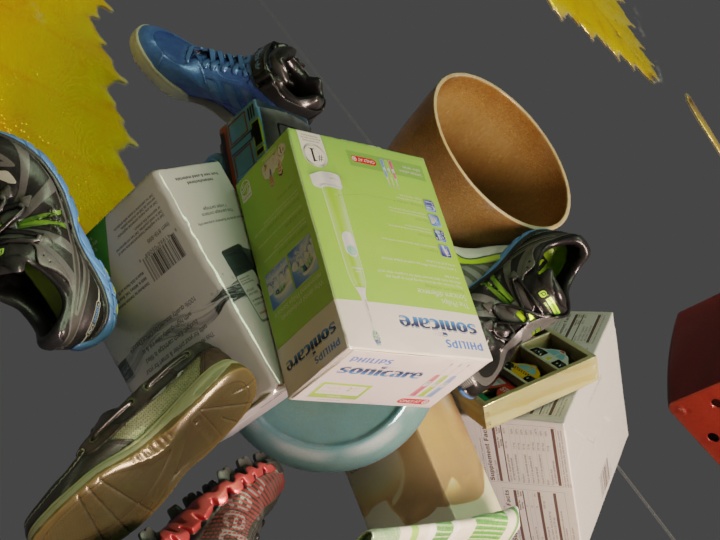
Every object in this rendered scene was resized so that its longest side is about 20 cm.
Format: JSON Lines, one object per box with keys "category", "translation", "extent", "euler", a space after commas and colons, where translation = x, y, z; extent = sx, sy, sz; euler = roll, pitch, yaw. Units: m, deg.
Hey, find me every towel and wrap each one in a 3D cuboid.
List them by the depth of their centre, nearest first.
{"category": "towel", "translation": [0.037, 0.254, 1.026], "extent": [0.200, 0.153, 0.023], "euler": [5, 37, -46]}

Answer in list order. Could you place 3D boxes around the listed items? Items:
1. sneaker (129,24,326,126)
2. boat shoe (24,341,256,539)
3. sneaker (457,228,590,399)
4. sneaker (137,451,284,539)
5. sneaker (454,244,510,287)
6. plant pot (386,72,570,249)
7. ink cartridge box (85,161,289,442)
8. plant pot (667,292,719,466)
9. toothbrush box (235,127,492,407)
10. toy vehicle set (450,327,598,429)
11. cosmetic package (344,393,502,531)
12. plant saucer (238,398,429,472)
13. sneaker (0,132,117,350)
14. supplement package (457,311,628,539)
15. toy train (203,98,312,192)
{"category": "sneaker", "translation": [-0.125, -0.205, 1.257], "extent": [0.200, 0.111, 0.077], "euler": [36, 40, -21]}
{"category": "boat shoe", "translation": [-0.168, 0.131, 0.923], "extent": [0.066, 0.201, 0.072], "euler": [36, -18, 40]}
{"category": "sneaker", "translation": [0.140, 0.031, 1.130], "extent": [0.071, 0.083, 0.200], "euler": [52, 61, -19]}
{"category": "sneaker", "translation": [-0.112, 0.216, 0.954], "extent": [0.098, 0.071, 0.200], "euler": [50, 38, 3]}
{"category": "sneaker", "translation": [0.106, 0.022, 1.201], "extent": [0.200, 0.074, 0.081], "euler": [5, 55, -22]}
{"category": "plant pot", "translation": [0.079, -0.071, 1.291], "extent": [0.186, 0.200, 0.186], "euler": [28, 43, -30]}
{"category": "ink cartridge box", "translation": [-0.135, 0.034, 1.020], "extent": [0.083, 0.147, 0.200], "euler": [-16, 74, -54]}
{"category": "plant pot", "translation": [0.507, 0.145, 1.596], "extent": [0.200, 0.200, 0.176], "euler": [47, 50, -7]}
{"category": "toothbrush box", "translation": [0.000, 0.000, 0.994], "extent": [0.146, 0.086, 0.200], "euler": [7, 53, -39]}
{"category": "toy vehicle set", "translation": [0.119, 0.079, 1.207], "extent": [0.124, 0.200, 0.027], "euler": [-21, 117, -21]}
{"category": "cosmetic package", "translation": [0.039, 0.160, 1.139], "extent": [0.071, 0.105, 0.200], "euler": [0, 59, -49]}
{"category": "plant saucer", "translation": [-0.029, 0.074, 1.079], "extent": [0.200, 0.200, 0.027], "euler": [56, -3, 5]}
{"category": "sneaker", "translation": [-0.265, -0.026, 0.980], "extent": [0.200, 0.071, 0.083], "euler": [59, 31, 5]}
{"category": "supplement package", "translation": [0.184, 0.155, 1.239], "extent": [0.200, 0.111, 0.156], "euler": [-50, 135, -52]}
{"category": "toy train", "translation": [-0.090, -0.057, 1.170], "extent": [0.087, 0.114, 0.200], "euler": [16, 50, -38]}
